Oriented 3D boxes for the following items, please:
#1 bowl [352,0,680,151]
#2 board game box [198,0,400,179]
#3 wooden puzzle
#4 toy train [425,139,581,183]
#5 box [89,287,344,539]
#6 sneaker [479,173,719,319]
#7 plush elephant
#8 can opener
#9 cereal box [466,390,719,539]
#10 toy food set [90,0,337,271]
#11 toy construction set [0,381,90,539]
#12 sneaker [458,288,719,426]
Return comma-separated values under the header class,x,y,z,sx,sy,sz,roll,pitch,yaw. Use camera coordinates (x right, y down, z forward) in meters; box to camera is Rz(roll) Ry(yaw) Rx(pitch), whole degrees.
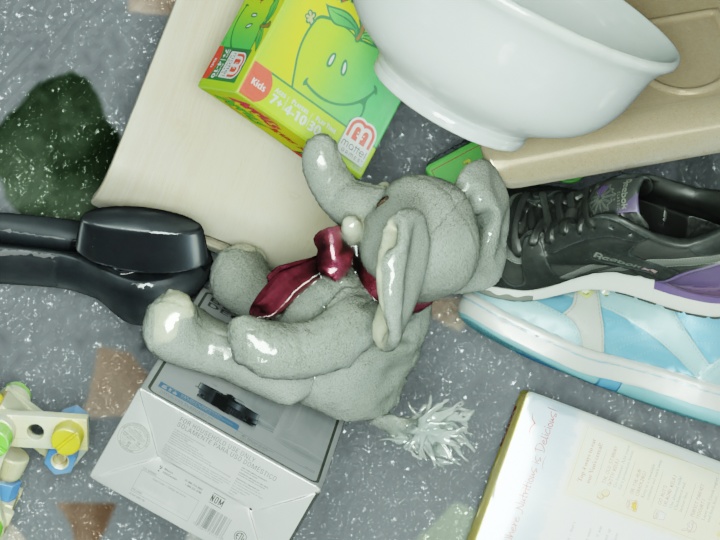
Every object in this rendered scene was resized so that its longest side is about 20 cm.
class,x,y,z,sx,sy,sz,roll,pitch,yaw
bowl,0.070,-0.128,1.207,0.200,0.201,0.091,28,108,-2
board game box,-0.001,-0.167,1.277,0.101,0.048,0.201,33,80,-33
wooden puzzle,0.143,-0.140,1.319,0.184,0.046,0.201,-10,57,-6
toy train,0.130,-0.087,1.350,0.199,0.042,0.057,-28,80,-4
box,-0.073,0.087,1.252,0.116,0.200,0.060,30,106,-1
sneaker,0.136,-0.031,1.264,0.199,0.088,0.076,4,60,8
plush elephant,0.000,0.000,1.215,0.199,0.165,0.155,28,108,14
can opener,-0.186,-0.013,1.322,0.199,0.063,0.079,5,118,9
cereal box,0.168,0.174,1.346,0.199,0.040,0.145,21,88,-2
toy food set,-0.063,-0.108,1.337,0.143,0.060,0.201,21,89,-14
toy construction set,-0.265,0.092,1.298,0.199,0.092,0.131,32,112,6
sneaker,0.166,0.009,1.332,0.199,0.080,0.131,19,90,-12
